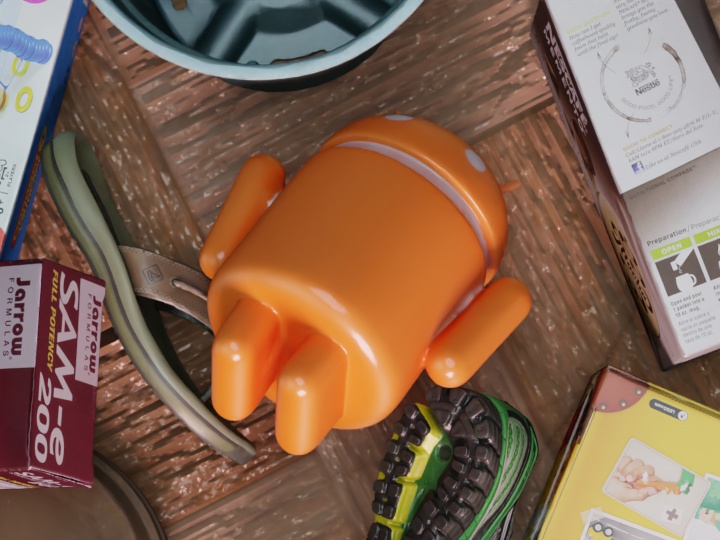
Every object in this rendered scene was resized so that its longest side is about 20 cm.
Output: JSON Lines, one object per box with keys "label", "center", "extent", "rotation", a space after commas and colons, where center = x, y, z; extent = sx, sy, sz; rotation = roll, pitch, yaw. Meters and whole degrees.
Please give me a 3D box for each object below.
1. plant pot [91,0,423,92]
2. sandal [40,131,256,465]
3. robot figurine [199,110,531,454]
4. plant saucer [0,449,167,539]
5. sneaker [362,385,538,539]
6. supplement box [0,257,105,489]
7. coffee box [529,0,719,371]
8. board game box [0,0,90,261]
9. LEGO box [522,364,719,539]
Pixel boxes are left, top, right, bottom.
{"label": "plant pot", "center": [-0.047, -0.179, 1.314], "extent": [0.200, 0.196, 0.200], "rotation": [0, 85, 0]}
{"label": "sandal", "center": [-0.104, 0.010, 1.355], "extent": [0.057, 0.080, 0.201], "rotation": [-27, 84, 1]}
{"label": "robot figurine", "center": [-0.002, -0.001, 1.319], "extent": [0.200, 0.144, 0.117], "rotation": [-51, 121, -32]}
{"label": "plant saucer", "center": [-0.195, 0.172, 1.341], "extent": [0.200, 0.029, 0.200], "rotation": [-1, 68, 3]}
{"label": "sneaker", "center": [0.037, 0.157, 1.340], "extent": [0.078, 0.085, 0.200], "rotation": [36, 104, 35]}
{"label": "supplement box", "center": [-0.231, 0.057, 1.317], "extent": [0.200, 0.061, 0.109], "rotation": [-5, 76, 27]}
{"label": "coffee box", "center": [0.161, -0.056, 1.340], "extent": [0.080, 0.113, 0.200], "rotation": [-21, 85, -1]}
{"label": "board game box", "center": [-0.260, -0.106, 1.381], "extent": [0.196, 0.056, 0.200], "rotation": [14, 85, 2]}
{"label": "LEGO box", "center": [0.187, 0.156, 1.336], "extent": [0.200, 0.077, 0.149], "rotation": [23, 85, 3]}
